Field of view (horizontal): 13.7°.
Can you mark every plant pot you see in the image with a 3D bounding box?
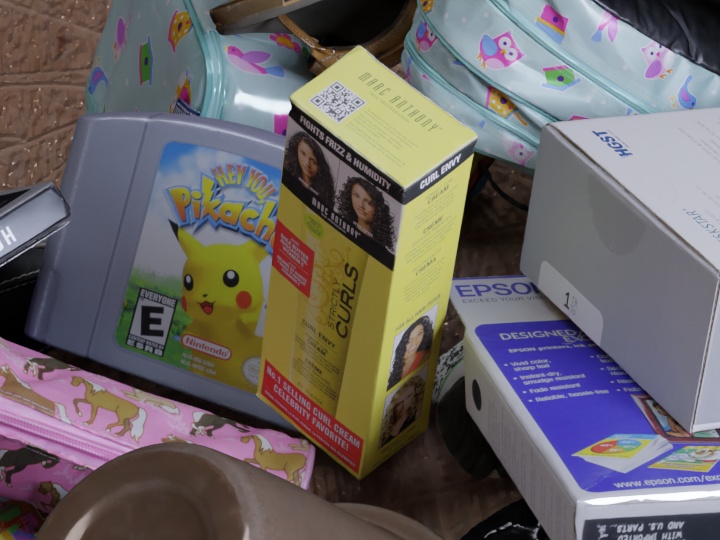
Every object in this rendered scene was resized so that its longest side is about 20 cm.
[{"bbox_3d":[-0.050,0.162,1.228,0.199,0.175,0.201,-16,52,22],"label":"plant pot"}]

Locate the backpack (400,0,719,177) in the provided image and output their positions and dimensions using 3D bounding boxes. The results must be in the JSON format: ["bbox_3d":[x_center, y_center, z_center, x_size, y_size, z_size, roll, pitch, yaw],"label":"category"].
[{"bbox_3d":[0.122,-0.102,1.454,0.127,0.199,0.167,-60,34,14],"label":"backpack"}]

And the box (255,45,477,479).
[{"bbox_3d":[0.000,0.000,1.330,0.075,0.201,0.050,38,55,23],"label":"box"}]

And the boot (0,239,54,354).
[{"bbox_3d":[-0.214,0.072,1.528,0.203,0.074,0.154,-20,40,19],"label":"boot"}]

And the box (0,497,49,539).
[{"bbox_3d":[-0.212,0.122,1.433,0.136,0.039,0.200,-31,64,-10],"label":"box"}]

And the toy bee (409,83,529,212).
[{"bbox_3d":[0.031,-0.066,1.533,0.199,0.109,0.131,-6,40,21],"label":"toy bee"}]

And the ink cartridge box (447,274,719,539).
[{"bbox_3d":[0.151,0.060,1.308,0.197,0.044,0.200,-2,28,-16],"label":"ink cartridge box"}]

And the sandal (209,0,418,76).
[{"bbox_3d":[0.000,-0.117,1.497,0.081,0.200,0.055,-20,79,24],"label":"sandal"}]

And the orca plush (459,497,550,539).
[{"bbox_3d":[0.106,0.116,1.314,0.199,0.071,0.106,-11,41,16],"label":"orca plush"}]

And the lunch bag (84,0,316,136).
[{"bbox_3d":[-0.089,-0.079,1.578,0.077,0.161,0.200,12,30,-22],"label":"lunch bag"}]

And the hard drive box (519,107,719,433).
[{"bbox_3d":[0.195,-0.009,1.323,0.199,0.077,0.156,-5,29,-25],"label":"hard drive box"}]

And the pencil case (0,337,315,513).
[{"bbox_3d":[-0.116,0.085,1.382,0.199,0.083,0.087,21,38,-8],"label":"pencil case"}]

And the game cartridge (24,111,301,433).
[{"bbox_3d":[-0.060,-0.002,1.458,0.199,0.040,0.134,18,96,16],"label":"game cartridge"}]

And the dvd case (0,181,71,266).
[{"bbox_3d":[-0.234,0.010,1.460,0.150,0.025,0.200,-34,10,-21],"label":"dvd case"}]

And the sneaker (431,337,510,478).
[{"bbox_3d":[0.108,0.016,1.434,0.199,0.077,0.089,-30,28,-12],"label":"sneaker"}]
